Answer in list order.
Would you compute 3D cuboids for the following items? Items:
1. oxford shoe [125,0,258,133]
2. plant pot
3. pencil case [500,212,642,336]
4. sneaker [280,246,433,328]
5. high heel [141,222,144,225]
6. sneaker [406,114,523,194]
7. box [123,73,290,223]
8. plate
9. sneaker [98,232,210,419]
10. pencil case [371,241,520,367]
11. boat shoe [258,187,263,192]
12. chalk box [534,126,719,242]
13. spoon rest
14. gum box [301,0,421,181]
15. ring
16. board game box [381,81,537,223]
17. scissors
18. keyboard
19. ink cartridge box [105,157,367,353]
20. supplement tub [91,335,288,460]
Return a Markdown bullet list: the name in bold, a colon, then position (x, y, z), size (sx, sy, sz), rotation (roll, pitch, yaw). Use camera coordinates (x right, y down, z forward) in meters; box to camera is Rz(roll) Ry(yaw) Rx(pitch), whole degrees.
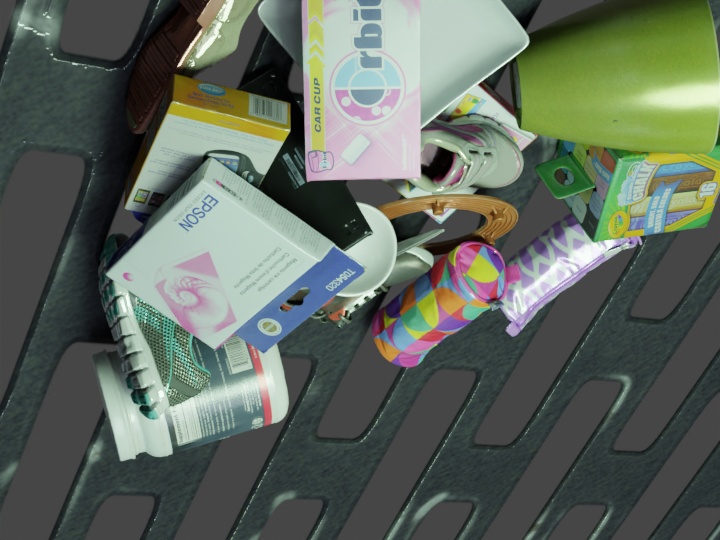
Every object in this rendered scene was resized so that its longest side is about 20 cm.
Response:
- **oxford shoe**: position (-0.159, -0.209, 1.478), size (0.073, 0.071, 0.200), rotation (13, 125, -41)
- **plant pot**: position (0.262, -0.206, 1.626), size (0.198, 0.188, 0.188), rotation (-7, 135, 1)
- **pencil case**: position (0.245, -0.009, 1.851), size (0.199, 0.086, 0.084), rotation (-37, 146, 12)
- **sneaker**: position (-0.010, 0.025, 1.728), size (0.198, 0.083, 0.077), rotation (-13, 161, 11)
- **high heel**: position (-0.137, -0.054, 1.661), size (0.198, 0.096, 0.068), rotation (-1, 98, -6)
- **sneaker**: position (0.095, -0.115, 1.614), size (0.199, 0.089, 0.082), rotation (9, 126, -32)
- **box**: position (-0.156, -0.105, 1.504), size (0.118, 0.042, 0.200), rotation (12, 145, -19)
- **plate**: position (0.032, -0.244, 1.512), size (0.199, 0.032, 0.200), rotation (-37, 105, 11)
- **sneaker**: position (-0.220, 0.053, 1.636), size (0.091, 0.202, 0.077), rotation (-17, 180, -24)
- **pencil case**: position (0.095, 0.041, 1.782), size (0.088, 0.089, 0.200), rotation (10, 150, -32)
- **boat shoe**: position (-0.096, -0.113, 1.603), size (0.199, 0.072, 0.068), rotation (16, 124, -28)
- **chalk box**: position (0.301, -0.121, 1.744), size (0.198, 0.125, 0.125), rotation (-8, 134, -21)
- **spoon rest**: position (-0.060, -0.021, 1.594), size (0.198, 0.061, 0.100), rotation (-1, 98, -5)
- **gum box**: position (0.001, -0.192, 1.477), size (0.112, 0.066, 0.202), rotation (-1, 108, -1)
- **ring**: position (0.079, -0.043, 1.713), size (0.198, 0.019, 0.201), rotation (-6, 162, -2)
- **board game box**: position (0.078, -0.153, 1.665), size (0.153, 0.040, 0.200), rotation (-42, 135, 15)
- **scissors**: position (0.000, 0.000, 1.681), size (0.198, 0.074, 0.014), rotation (-7, 175, 14)
- **keyboard**: position (-0.049, -0.116, 1.568), size (0.127, 0.021, 0.201), rotation (-32, 98, -10)
- **ink cartridge box**: position (-0.128, 0.002, 1.544), size (0.199, 0.043, 0.196), rotation (35, 133, -17)
- **supplement tub**: position (-0.192, 0.128, 1.727), size (0.198, 0.141, 0.141), rotation (-15, 136, -12)
